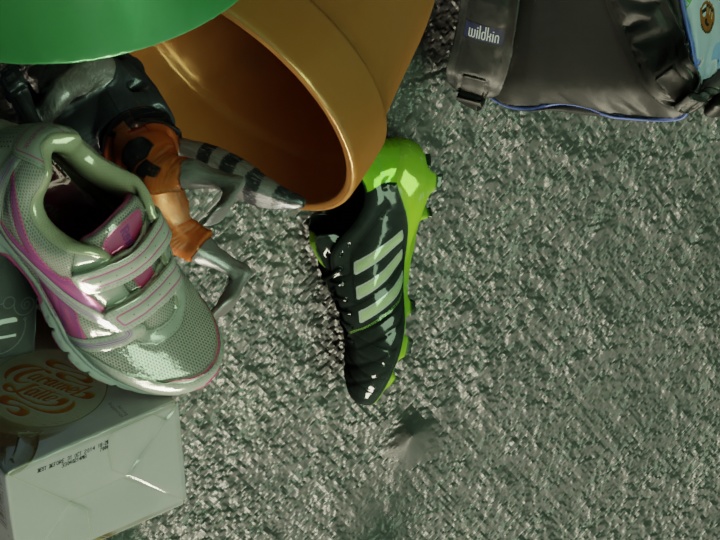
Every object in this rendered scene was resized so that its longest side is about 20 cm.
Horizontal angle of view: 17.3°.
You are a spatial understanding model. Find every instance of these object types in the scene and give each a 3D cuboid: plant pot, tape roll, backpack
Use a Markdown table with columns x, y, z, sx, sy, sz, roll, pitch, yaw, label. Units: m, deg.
| x | y | z | sx | sy | sz | roll | pitch | yaw | label |
| --- | --- | --- | --- | --- | --- | --- | --- | --- | --- |
| -0.047 | -0.153 | 1.422 | 0.140 | 0.200 | 0.200 | -52 | 136 | -22 | plant pot |
| -0.151 | -0.185 | 1.305 | 0.200 | 0.200 | 0.048 | -27 | 130 | -22 | tape roll |
| 0.158 | -0.205 | 1.543 | 0.154 | 0.200 | 0.191 | -49 | 135 | -47 | backpack |

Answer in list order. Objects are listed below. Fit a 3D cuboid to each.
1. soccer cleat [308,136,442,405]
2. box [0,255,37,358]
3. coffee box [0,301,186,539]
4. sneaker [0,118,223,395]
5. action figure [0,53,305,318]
| x | y | z | sx | sy | sz | roll | pitch | yaw | label |
| --- | --- | --- | --- | --- | --- | --- | --- | --- | --- |
| 0.000 | 0.000 | 1.631 | 0.081 | 0.068 | 0.200 | 1 | 115 | -18 | soccer cleat |
| -0.298 | -0.006 | 1.354 | 0.200 | 0.122 | 0.106 | -10 | 119 | -33 | box |
| -0.204 | 0.081 | 1.422 | 0.114 | 0.200 | 0.080 | -21 | 128 | -25 | coffee box |
| -0.143 | -0.005 | 1.312 | 0.200 | 0.088 | 0.081 | 47 | 62 | -23 | sneaker |
| -0.127 | -0.064 | 1.416 | 0.105 | 0.193 | 0.200 | -40 | 157 | -8 | action figure |
